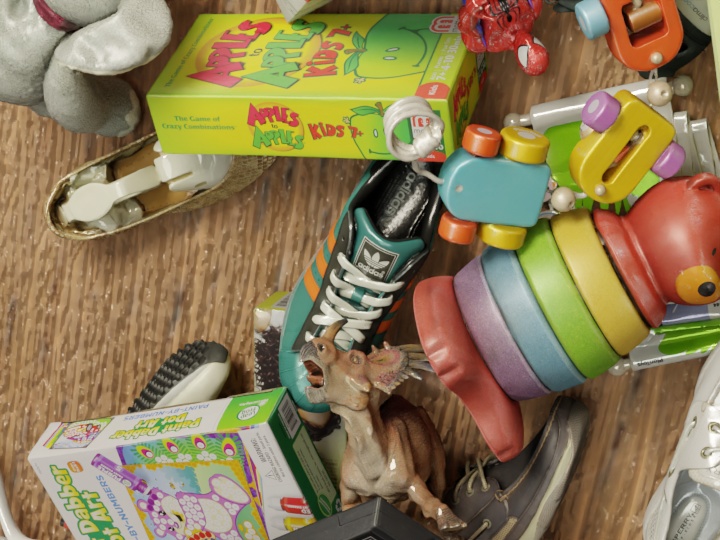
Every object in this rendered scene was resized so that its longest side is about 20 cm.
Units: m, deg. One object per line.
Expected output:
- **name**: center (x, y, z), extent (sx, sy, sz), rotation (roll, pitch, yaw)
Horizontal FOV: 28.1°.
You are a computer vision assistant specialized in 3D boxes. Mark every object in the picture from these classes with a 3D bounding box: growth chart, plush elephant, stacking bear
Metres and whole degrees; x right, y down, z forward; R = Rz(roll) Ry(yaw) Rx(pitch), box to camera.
- **growth chart**: center (0.181, -0.027, 0.937), extent (0.144, 0.018, 0.201), rotation (-20, 97, 23)
- **plush elephant**: center (-0.182, -0.178, 0.922), extent (0.154, 0.200, 0.166), rotation (-19, 91, 27)
- **stacking bear**: center (0.144, 0.011, 0.894), extent (0.199, 0.114, 0.122), rotation (-28, 126, 13)

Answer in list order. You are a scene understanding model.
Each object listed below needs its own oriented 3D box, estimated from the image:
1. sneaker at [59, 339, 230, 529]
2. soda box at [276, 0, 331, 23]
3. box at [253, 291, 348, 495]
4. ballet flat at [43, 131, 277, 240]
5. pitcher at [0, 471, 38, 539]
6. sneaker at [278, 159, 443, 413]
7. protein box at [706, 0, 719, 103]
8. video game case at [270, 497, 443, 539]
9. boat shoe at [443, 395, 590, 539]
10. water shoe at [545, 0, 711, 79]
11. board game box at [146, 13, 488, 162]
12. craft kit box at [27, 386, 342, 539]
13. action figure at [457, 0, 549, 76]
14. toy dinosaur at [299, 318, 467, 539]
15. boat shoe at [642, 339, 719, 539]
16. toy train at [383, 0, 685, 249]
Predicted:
- **sneaker**: center (-0.138, 0.140, 1.073), extent (0.093, 0.070, 0.200), rotation (35, 112, -13)
- **soda box**: center (-0.015, -0.205, 0.855), extent (0.068, 0.200, 0.064), rotation (-29, 96, -11)
- **box**: center (-0.036, 0.120, 1.033), extent (0.075, 0.050, 0.202), rotation (4, 107, 17)
- **ballet flat**: center (-0.141, -0.066, 1.009), extent (0.199, 0.065, 0.071), rotation (-26, 95, 23)
- **pitcher**: center (-0.299, 0.235, 1.128), extent (0.199, 0.121, 0.172), rotation (33, 97, 20)
- **sneaker**: center (0.000, 0.000, 0.935), extent (0.071, 0.080, 0.201), rotation (23, 90, -3)
- **protein box**: center (0.275, -0.091, 0.787), extent (0.134, 0.200, 0.200), rotation (-6, 103, 20)
- **video game case**: center (0.004, 0.225, 0.937), extent (0.180, 0.026, 0.199), rotation (38, 133, -28)
- **boat shoe**: center (0.091, 0.167, 0.990), extent (0.073, 0.074, 0.201), rotation (29, 111, 9)
- **water shoe**: center (0.131, -0.197, 0.878), extent (0.200, 0.071, 0.079), rotation (42, 117, 5)
- **board game box**: center (-0.026, -0.121, 0.930), extent (0.198, 0.102, 0.048), rotation (3, 132, 18)
- **craft kit box**: center (-0.104, 0.183, 1.006), extent (0.196, 0.049, 0.201), rotation (-10, 119, 28)
- **action figure**: center (0.057, -0.207, 0.865), extent (0.065, 0.099, 0.201), rotation (-33, 83, -8)
- **toy dinosaur**: center (0.022, 0.110, 0.940), extent (0.085, 0.200, 0.137), rotation (-8, 75, 5)
- **boat shoe**: center (0.237, 0.122, 0.922), extent (0.070, 0.069, 0.201), rotation (19, 115, 7)
- **toy train**: center (0.112, -0.102, 0.848), extent (0.199, 0.056, 0.151), rotation (-29, 118, 3)
